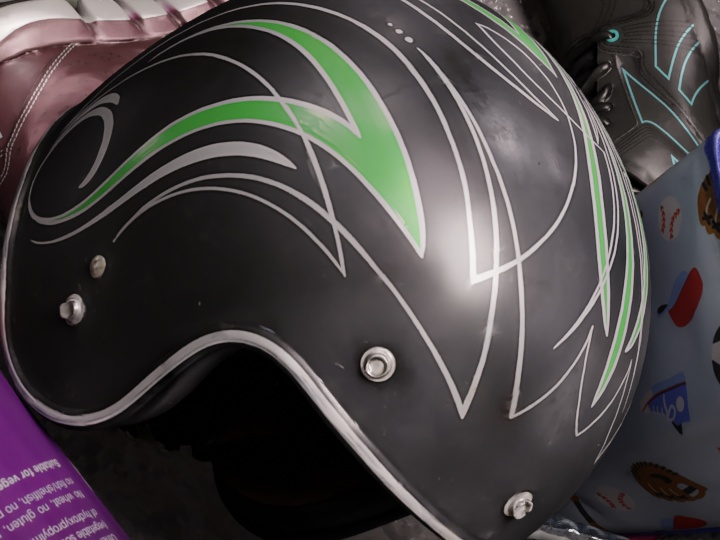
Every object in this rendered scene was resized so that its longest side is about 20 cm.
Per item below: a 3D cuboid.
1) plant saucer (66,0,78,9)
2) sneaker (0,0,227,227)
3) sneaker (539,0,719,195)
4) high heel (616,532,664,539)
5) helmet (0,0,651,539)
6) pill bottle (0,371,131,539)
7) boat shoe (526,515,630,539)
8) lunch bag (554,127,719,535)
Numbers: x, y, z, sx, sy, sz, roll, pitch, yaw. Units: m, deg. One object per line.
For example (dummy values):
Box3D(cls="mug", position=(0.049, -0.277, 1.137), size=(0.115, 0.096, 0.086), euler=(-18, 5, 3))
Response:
Box3D(cls="plant saucer", position=(-0.098, -0.197, 0.988), size=(0.200, 0.050, 0.200), euler=(15, 52, -21))
Box3D(cls="sneaker", position=(-0.061, -0.053, 0.905), size=(0.200, 0.076, 0.116), euler=(-14, 72, -25))
Box3D(cls="sneaker", position=(0.120, -0.067, 1.009), size=(0.079, 0.075, 0.200), euler=(-13, 66, -33))
Box3D(cls="high heel", position=(0.122, 0.060, 0.924), size=(0.096, 0.067, 0.200), euler=(44, 51, -11))
Box3D(cls="helmet", position=(0.000, 0.000, 0.762), size=(0.200, 0.191, 0.200), euler=(30, 55, -55))
Box3D(cls="pill bottle", position=(-0.122, 0.111, 0.724), size=(0.112, 0.112, 0.200), euler=(-32, 79, -40))
Box3D(cls="boat shoe", position=(0.110, 0.162, 0.834), size=(0.200, 0.091, 0.071), euler=(28, 45, -11))
Box3D(cls="lunch bag", position=(0.180, 0.033, 0.831), size=(0.200, 0.170, 0.124), euler=(1, 72, -24))
